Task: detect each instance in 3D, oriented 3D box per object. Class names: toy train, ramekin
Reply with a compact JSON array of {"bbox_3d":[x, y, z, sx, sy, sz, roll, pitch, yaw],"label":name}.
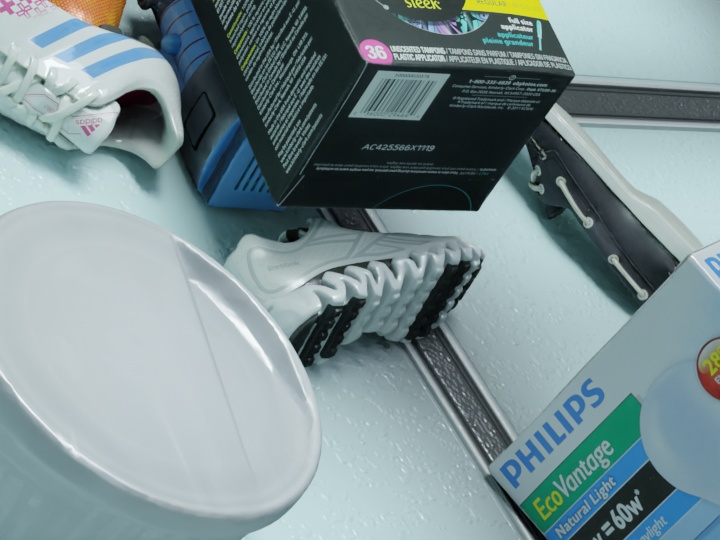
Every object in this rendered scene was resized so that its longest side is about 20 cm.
[{"bbox_3d":[-0.068,-0.123,1.562,0.114,0.087,0.200,4,47,-36],"label":"toy train"},{"bbox_3d":[-0.125,0.069,1.254,0.202,0.094,0.203,27,34,-20],"label":"ramekin"}]

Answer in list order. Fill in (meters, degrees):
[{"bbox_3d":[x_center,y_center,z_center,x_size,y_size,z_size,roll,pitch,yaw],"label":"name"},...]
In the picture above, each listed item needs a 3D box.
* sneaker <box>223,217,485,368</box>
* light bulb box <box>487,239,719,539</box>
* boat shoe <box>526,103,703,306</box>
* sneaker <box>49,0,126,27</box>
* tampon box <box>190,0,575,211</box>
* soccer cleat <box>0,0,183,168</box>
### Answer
[{"bbox_3d":[0.000,0.000,1.499,0.081,0.075,0.200,45,30,24],"label":"sneaker"},{"bbox_3d":[0.219,0.113,1.467,0.200,0.198,0.125,48,31,14],"label":"light bulb box"},{"bbox_3d":[0.151,-0.055,1.731,0.200,0.060,0.074,45,13,4],"label":"boat shoe"},{"bbox_3d":[-0.165,-0.206,1.565,0.073,0.077,0.200,29,35,-21],"label":"sneaker"},{"bbox_3d":[0.004,-0.151,1.477,0.149,0.126,0.200,-1,53,-33],"label":"tampon box"},{"bbox_3d":[-0.182,-0.112,1.437,0.200,0.070,0.087,14,40,-36],"label":"soccer cleat"}]
